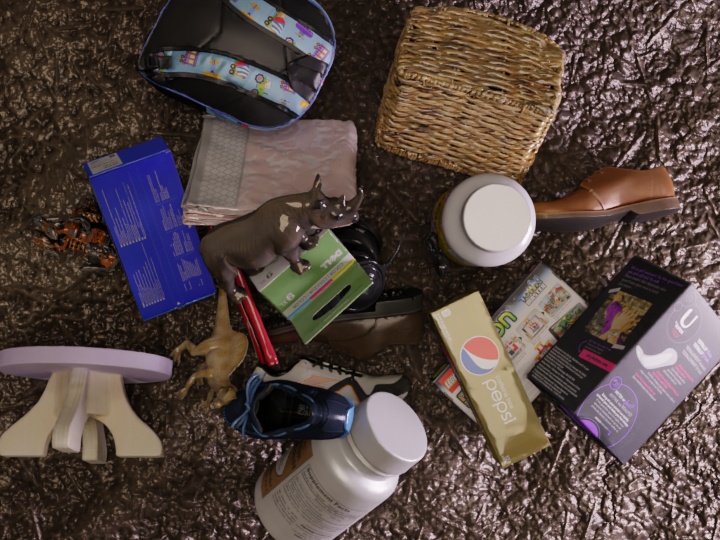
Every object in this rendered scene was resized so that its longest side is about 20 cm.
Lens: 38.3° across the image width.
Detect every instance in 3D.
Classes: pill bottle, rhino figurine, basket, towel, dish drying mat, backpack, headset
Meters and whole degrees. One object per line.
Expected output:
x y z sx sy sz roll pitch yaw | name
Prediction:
-0.022 0.228 1.185 0.114 0.114 0.200 46 121 -2 | pill bottle
-0.082 -0.040 1.088 0.200 0.060 0.087 -26 130 22 | rhino figurine
0.130 -0.216 1.254 0.200 0.149 0.143 14 57 -2 | basket
-0.099 -0.118 1.192 0.191 0.200 0.032 2 129 -1 | towel
0.140 -0.056 1.186 0.104 0.200 0.104 0 90 -2 | pill bottle
-0.144 0.016 1.208 0.018 0.077 0.200 -22 95 -10 | dish drying mat
-0.133 -0.255 1.207 0.200 0.135 0.183 25 88 -1 | backpack
0.000 0.000 1.226 0.200 0.124 0.094 -19 131 13 | headset

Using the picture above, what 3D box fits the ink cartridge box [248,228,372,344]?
-0.075 -0.014 1.180 0.104 0.200 0.059 -41 126 2 | ink cartridge box

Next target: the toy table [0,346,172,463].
-0.321 0.157 1.197 0.200 0.184 0.117 -2 74 10 | toy table

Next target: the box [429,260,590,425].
0.192 0.097 1.271 0.110 0.035 0.200 43 89 -2 | box

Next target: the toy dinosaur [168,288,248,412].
-0.173 0.098 1.239 0.101 0.200 0.058 -30 135 24 | toy dinosaur

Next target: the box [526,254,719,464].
0.317 0.103 1.221 0.200 0.106 0.122 -47 121 -1 | box

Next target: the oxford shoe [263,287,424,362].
-0.021 0.076 1.248 0.200 0.073 0.085 -6 106 5 | oxford shoe

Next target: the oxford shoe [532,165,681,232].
0.284 -0.088 1.262 0.200 0.071 0.071 -9 81 -11 | oxford shoe

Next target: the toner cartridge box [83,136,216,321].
-0.239 -0.046 1.194 0.095 0.043 0.200 -20 125 -12 | toner cartridge box

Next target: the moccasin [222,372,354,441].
-0.094 0.148 1.155 0.068 0.200 0.081 18 70 -42 | moccasin

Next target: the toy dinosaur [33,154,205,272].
-0.286 -0.064 1.241 0.200 0.102 0.136 -6 106 -27 | toy dinosaur

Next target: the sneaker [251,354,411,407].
-0.039 0.139 1.246 0.200 0.074 0.080 -7 89 -2 | sneaker

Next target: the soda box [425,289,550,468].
0.148 0.125 1.218 0.064 0.068 0.200 -26 91 -2 | soda box
